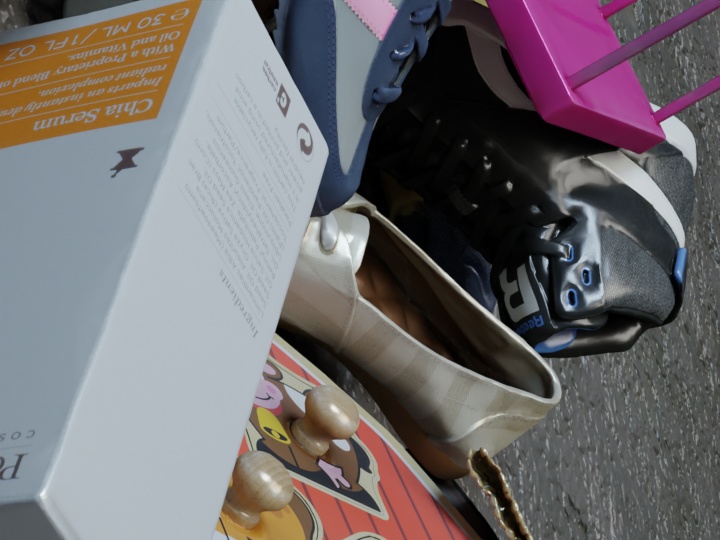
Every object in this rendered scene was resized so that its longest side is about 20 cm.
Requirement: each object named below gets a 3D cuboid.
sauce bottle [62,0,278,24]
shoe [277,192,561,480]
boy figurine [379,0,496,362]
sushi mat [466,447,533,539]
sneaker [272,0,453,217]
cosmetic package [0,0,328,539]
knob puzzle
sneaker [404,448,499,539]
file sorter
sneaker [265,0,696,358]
[{"bbox_3d":[-0.044,-0.116,0.864,0.200,0.064,0.065,-54,130,-61],"label":"sauce bottle"},{"bbox_3d":[0.000,0.000,0.896,0.200,0.053,0.070,45,39,-32],"label":"shoe"},{"bbox_3d":[0.045,-0.035,1.044,0.124,0.064,0.201,48,43,-48],"label":"boy figurine"},{"bbox_3d":[0.066,0.117,0.921,0.200,0.012,0.096,59,7,-79],"label":"sushi mat"},{"bbox_3d":[0.021,-0.108,0.809,0.070,0.081,0.202,-50,153,-74],"label":"sneaker"},{"bbox_3d":[-0.084,0.015,0.679,0.201,0.101,0.071,-75,146,-44],"label":"cosmetic package"},{"bbox_3d":[-0.015,0.063,0.784,0.219,0.030,0.220,37,18,-14],"label":"knob puzzle"},{"bbox_3d":[0.050,0.156,0.975,0.082,0.076,0.201,-67,142,-61],"label":"sneaker"},{"bbox_3d":[0.093,-0.164,0.892,0.201,0.125,0.139,65,18,11],"label":"file sorter"},{"bbox_3d":[0.049,-0.030,0.945,0.199,0.073,0.113,19,56,-26],"label":"sneaker"}]
